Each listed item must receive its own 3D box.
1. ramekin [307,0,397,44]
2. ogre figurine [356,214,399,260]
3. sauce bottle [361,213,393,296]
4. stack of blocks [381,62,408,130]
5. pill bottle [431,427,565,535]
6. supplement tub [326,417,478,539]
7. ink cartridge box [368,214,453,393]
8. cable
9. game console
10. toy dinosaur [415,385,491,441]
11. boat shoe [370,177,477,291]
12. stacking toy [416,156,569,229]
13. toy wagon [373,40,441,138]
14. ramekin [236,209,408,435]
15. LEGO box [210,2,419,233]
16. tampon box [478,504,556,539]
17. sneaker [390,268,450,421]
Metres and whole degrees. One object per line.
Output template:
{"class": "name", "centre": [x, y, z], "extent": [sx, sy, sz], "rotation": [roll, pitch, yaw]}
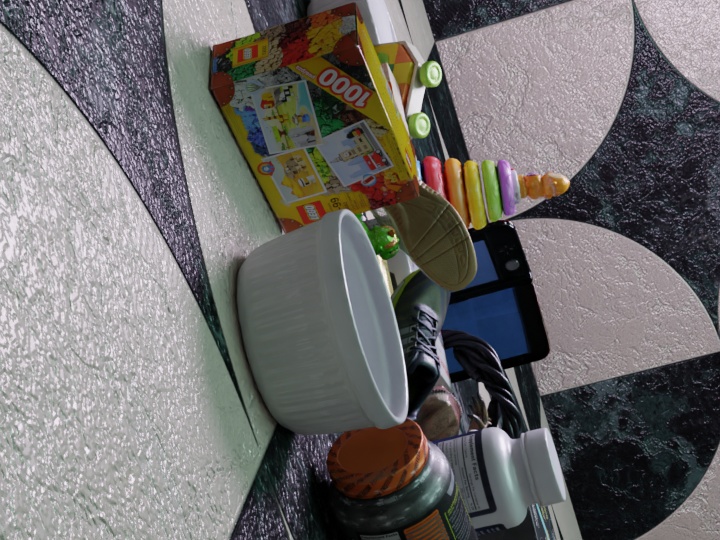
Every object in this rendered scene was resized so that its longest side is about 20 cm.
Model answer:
{"class": "ramekin", "centre": [-0.004, -0.305, 1.931], "extent": [0.202, 0.094, 0.203], "rotation": [-16, 90, -79]}
{"class": "ogre figurine", "centre": [-0.010, -0.005, 1.518], "extent": [0.120, 0.098, 0.200], "rotation": [92, 6, -62]}
{"class": "sauce bottle", "centre": [0.000, 0.000, 1.624], "extent": [0.066, 0.066, 0.200], "rotation": [49, 26, -67]}
{"class": "stack of blocks", "centre": [-0.012, -0.213, 1.714], "extent": [0.059, 0.115, 0.200], "rotation": [56, 21, -60]}
{"class": "pill bottle", "centre": [0.117, 0.235, 1.523], "extent": [0.111, 0.200, 0.111], "rotation": [-15, 90, -79]}
{"class": "supplement tub", "centre": [0.044, 0.246, 1.348], "extent": [0.123, 0.122, 0.200], "rotation": [-87, 160, -58]}
{"class": "ink cartridge box", "centre": [0.045, 0.051, 1.718], "extent": [0.148, 0.085, 0.200], "rotation": [54, 21, -63]}
{"class": "cable", "centre": [0.121, 0.160, 1.762], "extent": [0.051, 0.163, 0.200], "rotation": [-4, 64, -43]}
{"class": "game console", "centre": [0.134, 0.047, 1.863], "extent": [0.172, 0.200, 0.119], "rotation": [63, 15, -46]}
{"class": "toy dinosaur", "centre": [0.094, 0.177, 1.657], "extent": [0.200, 0.135, 0.086], "rotation": [57, 20, -56]}
{"class": "boat shoe", "centre": [0.055, -0.063, 1.540], "extent": [0.200, 0.071, 0.069], "rotation": [54, -12, -1]}
{"class": "stacking toy", "centre": [0.158, -0.097, 1.721], "extent": [0.116, 0.200, 0.110], "rotation": [-4, 86, -84]}
{"class": "toy wagon", "centre": [0.023, -0.193, 1.773], "extent": [0.040, 0.155, 0.200], "rotation": [23, 75, -43]}
{"class": "ramekin", "centre": [-0.035, 0.054, 1.258], "extent": [0.200, 0.105, 0.201], "rotation": [-16, 90, -79]}
{"class": "LEGO box", "centre": [-0.042, -0.147, 1.380], "extent": [0.077, 0.149, 0.200], "rotation": [-93, 164, -46]}
{"class": "tampon box", "centre": [0.194, 0.366, 1.930], "extent": [0.200, 0.126, 0.150], "rotation": [37, 38, -71]}
{"class": "sneaker", "centre": [0.063, 0.090, 1.538], "extent": [0.074, 0.081, 0.200], "rotation": [24, 76, -27]}
